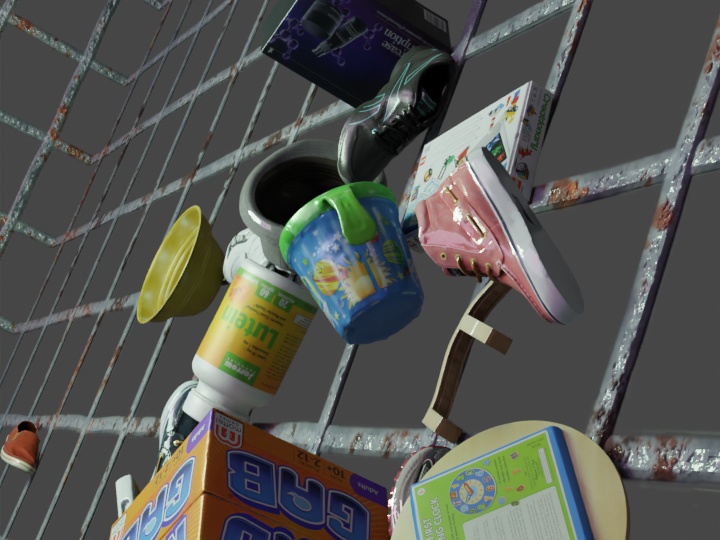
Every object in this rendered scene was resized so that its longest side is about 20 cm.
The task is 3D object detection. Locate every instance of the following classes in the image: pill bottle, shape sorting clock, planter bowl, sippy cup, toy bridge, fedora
[{"bbox_3d":[-0.139,0.098,1.556,0.202,0.110,0.111,-63,22,-2],"label":"pill bottle"},{"bbox_3d":[0.106,0.201,0.934,0.198,0.039,0.202,-20,42,19],"label":"shape sorting clock"},{"bbox_3d":[-0.265,0.007,1.975,0.201,0.083,0.202,-48,26,33],"label":"planter bowl"},{"bbox_3d":[0.000,0.000,1.319,0.139,0.177,0.131,-39,61,22],"label":"sippy cup"},{"bbox_3d":[0.113,0.057,1.159,0.202,0.027,0.067,-62,22,0],"label":"toy bridge"},{"bbox_3d":[-0.059,-0.067,1.557,0.201,0.175,0.091,-64,-17,-47],"label":"fedora"}]

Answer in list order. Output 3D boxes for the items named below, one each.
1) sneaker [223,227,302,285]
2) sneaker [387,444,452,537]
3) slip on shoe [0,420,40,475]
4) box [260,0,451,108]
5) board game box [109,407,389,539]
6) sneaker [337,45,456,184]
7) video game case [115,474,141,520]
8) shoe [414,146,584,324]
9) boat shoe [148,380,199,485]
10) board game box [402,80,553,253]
[{"bbox_3d":[-0.131,-0.005,1.701,0.199,0.075,0.116,-36,31,42],"label":"sneaker"},{"bbox_3d":[0.068,0.231,1.019,0.074,0.081,0.202,-16,43,22],"label":"sneaker"},{"bbox_3d":[-0.665,0.347,2.496,0.062,0.074,0.200,-58,18,3],"label":"slip on shoe"},{"bbox_3d":[-0.006,-0.292,1.585,0.141,0.198,0.079,-48,26,33],"label":"box"},{"bbox_3d":[-0.107,0.292,1.150,0.200,0.198,0.201,-49,26,31],"label":"board game box"},{"bbox_3d":[0.043,-0.185,1.510,0.201,0.075,0.079,-57,30,-6],"label":"sneaker"},{"bbox_3d":[-0.206,0.343,1.347,0.023,0.202,0.182,-25,26,-2],"label":"video game case"},{"bbox_3d":[0.117,-0.012,1.105,0.091,0.071,0.201,-40,50,18],"label":"shoe"},{"bbox_3d":[-0.216,0.239,1.581,0.091,0.070,0.203,-5,68,62],"label":"boat shoe"},{"bbox_3d":[0.117,-0.104,1.320,0.199,0.034,0.128,-26,43,57],"label":"board game box"}]
